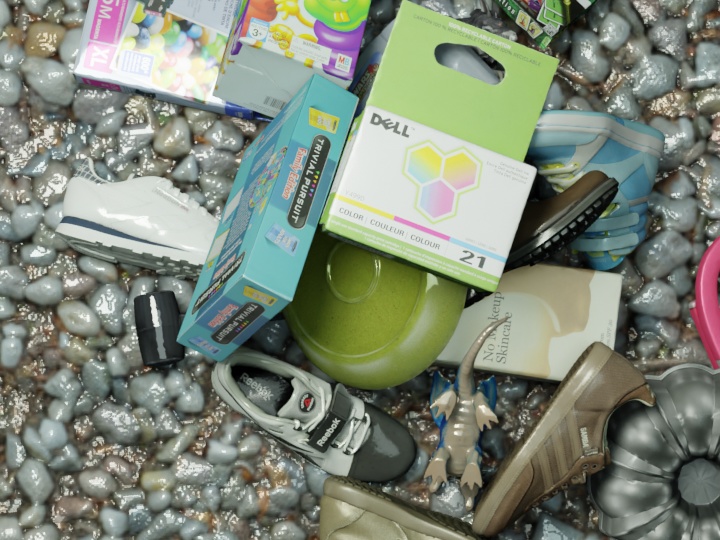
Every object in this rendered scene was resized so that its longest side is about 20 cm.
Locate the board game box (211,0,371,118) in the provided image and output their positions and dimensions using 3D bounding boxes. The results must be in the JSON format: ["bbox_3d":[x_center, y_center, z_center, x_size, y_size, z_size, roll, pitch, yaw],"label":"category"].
[{"bbox_3d":[-0.047,-0.242,1.390,0.104,0.103,0.202,17,64,-11],"label":"board game box"}]

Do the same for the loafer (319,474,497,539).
[{"bbox_3d":[0.051,0.243,1.404,0.198,0.076,0.068,24,92,1],"label":"loafer"}]

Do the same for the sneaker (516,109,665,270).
[{"bbox_3d":[0.192,-0.069,1.396,0.198,0.079,0.132,6,90,-42],"label":"sneaker"}]

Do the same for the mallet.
[{"bbox_3d":[-0.103,0.050,1.434,0.197,0.041,0.067,-1,83,-6],"label":"mallet"}]

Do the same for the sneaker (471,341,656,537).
[{"bbox_3d":[0.172,0.160,1.367,0.075,0.070,0.201,35,105,3],"label":"sneaker"}]

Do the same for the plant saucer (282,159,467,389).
[{"bbox_3d":[0.000,0.000,1.361,0.198,0.031,0.203,0,89,35],"label":"plant saucer"}]

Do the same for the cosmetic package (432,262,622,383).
[{"bbox_3d":[0.125,0.041,1.424,0.197,0.071,0.107,7,85,-2],"label":"cosmetic package"}]

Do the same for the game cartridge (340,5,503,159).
[{"bbox_3d":[0.027,-0.121,1.391,0.133,0.041,0.201,47,116,28],"label":"game cartridge"}]

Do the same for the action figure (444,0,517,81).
[{"bbox_3d":[0.107,-0.152,1.422,0.101,0.118,0.203,14,89,37],"label":"action figure"}]

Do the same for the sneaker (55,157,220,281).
[{"bbox_3d":[-0.167,-0.040,1.423,0.198,0.076,0.081,16,73,-3],"label":"sneaker"}]

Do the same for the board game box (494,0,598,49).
[{"bbox_3d":[0.127,-0.298,1.454,0.200,0.023,0.105,45,53,5],"label":"board game box"}]

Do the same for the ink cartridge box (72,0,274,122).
[{"bbox_3d":[-0.150,-0.210,1.453,0.197,0.042,0.121,13,83,-3],"label":"ink cartridge box"}]

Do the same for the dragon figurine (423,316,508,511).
[{"bbox_3d":[0.088,0.122,1.381,0.058,0.100,0.203,6,107,2],"label":"dragon figurine"}]

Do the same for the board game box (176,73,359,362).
[{"bbox_3d":[-0.077,-0.042,1.330,0.047,0.151,0.202,26,59,-16],"label":"board game box"}]

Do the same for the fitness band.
[{"bbox_3d":[0.382,0.050,1.454,0.142,0.037,0.202,-24,87,-7],"label":"fitness band"}]

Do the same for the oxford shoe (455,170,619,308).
[{"bbox_3d":[0.121,-0.038,1.343,0.199,0.073,0.085,-29,79,11],"label":"oxford shoe"}]

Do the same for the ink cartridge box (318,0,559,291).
[{"bbox_3d":[0.067,-0.102,1.272,0.146,0.076,0.202,20,88,-4],"label":"ink cartridge box"}]

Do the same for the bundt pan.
[{"bbox_3d":[0.296,0.184,1.396,0.199,0.076,0.205,0,92,7],"label":"bundt pan"}]

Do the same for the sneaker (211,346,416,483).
[{"bbox_3d":[-0.042,0.129,1.403,0.198,0.089,0.075,25,83,-1],"label":"sneaker"}]
